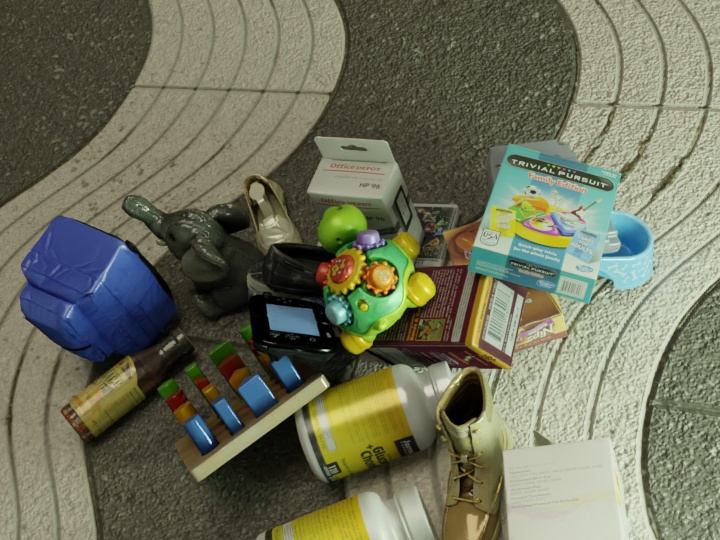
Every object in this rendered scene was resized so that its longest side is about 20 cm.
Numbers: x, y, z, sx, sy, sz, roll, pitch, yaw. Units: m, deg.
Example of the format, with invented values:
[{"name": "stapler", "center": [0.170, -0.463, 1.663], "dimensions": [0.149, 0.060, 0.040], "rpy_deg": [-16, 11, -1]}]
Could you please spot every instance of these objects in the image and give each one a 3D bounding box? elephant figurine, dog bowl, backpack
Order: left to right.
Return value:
[{"name": "backpack", "center": [-0.374, 0.041, 1.751], "dimensions": [0.162, 0.200, 0.168], "rpy_deg": [27, 75, 32]}, {"name": "elephant figurine", "center": [-0.218, -0.034, 1.749], "dimensions": [0.155, 0.200, 0.142], "rpy_deg": [-28, 48, -4]}, {"name": "dog bowl", "center": [0.292, -0.031, 1.619], "dimensions": [0.199, 0.050, 0.112], "rpy_deg": [0, 47, -7]}]

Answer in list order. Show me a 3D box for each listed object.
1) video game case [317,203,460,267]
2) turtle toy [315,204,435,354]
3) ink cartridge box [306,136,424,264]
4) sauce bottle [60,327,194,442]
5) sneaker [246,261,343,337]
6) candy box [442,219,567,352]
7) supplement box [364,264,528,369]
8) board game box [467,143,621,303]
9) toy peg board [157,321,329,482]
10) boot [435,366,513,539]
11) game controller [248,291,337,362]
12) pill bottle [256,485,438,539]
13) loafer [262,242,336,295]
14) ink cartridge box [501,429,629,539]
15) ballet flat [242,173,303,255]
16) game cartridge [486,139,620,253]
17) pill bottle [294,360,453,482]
[{"name": "video game case", "center": [0.028, -0.022, 1.770], "dimensions": [0.199, 0.023, 0.182], "rpy_deg": [3, 54, 23]}, {"name": "turtle toy", "center": [0.000, 0.000, 1.574], "dimensions": [0.146, 0.101, 0.200], "rpy_deg": [-40, 43, 21]}, {"name": "ink cartridge box", "center": [0.004, -0.090, 1.684], "dimensions": [0.116, 0.200, 0.068], "rpy_deg": [6, 55, 25]}, {"name": "sauce bottle", "center": [-0.323, 0.156, 1.727], "dimensions": [0.200, 0.066, 0.066], "rpy_deg": [-40, 50, -14]}, {"name": "sneaker", "center": [-0.067, 0.059, 1.712], "dimensions": [0.200, 0.085, 0.077], "rpy_deg": [24, 36, 11]}, {"name": "candy box", "center": [0.192, 0.016, 1.657], "dimensions": [0.116, 0.057, 0.200], "rpy_deg": [-18, 50, 4]}, {"name": "supplement box", "center": [0.102, 0.061, 1.578], "dimensions": [0.200, 0.086, 0.111], "rpy_deg": [-3, 64, 44]}, {"name": "board game box", "center": [0.230, -0.063, 1.527], "dimensions": [0.151, 0.047, 0.200], "rpy_deg": [16, 47, 8]}, {"name": "toy peg board", "center": [-0.165, 0.155, 1.577], "dimensions": [0.200, 0.098, 0.199], "rpy_deg": [-36, 10, -10]}, {"name": "boot", "center": [0.124, 0.230, 1.440], "dimensions": [0.073, 0.156, 0.200], "rpy_deg": [6, 55, 24]}, {"name": "game controller", "center": [-0.087, 0.070, 1.559], "dimensions": [0.104, 0.042, 0.200], "rpy_deg": [-1, 16, -7]}, {"name": "pill bottle", "center": [-0.013, 0.325, 1.443], "dimensions": [0.200, 0.111, 0.111], "rpy_deg": [-23, 48, 2]}, {"name": "loafer", "center": [-0.032, -0.003, 1.672], "dimensions": [0.200, 0.071, 0.068], "rpy_deg": [4, 40, -14]}, {"name": "ink cartridge box", "center": [0.232, 0.286, 1.373], "dimensions": [0.125, 0.129, 0.200], "rpy_deg": [-9, 51, 13]}, {"name": "ballet flat", "center": [-0.134, -0.072, 1.841], "dimensions": [0.069, 0.070, 0.200], "rpy_deg": [-24, 49, 0]}, {"name": "game cartridge", "center": [0.242, -0.091, 1.613], "dimensions": [0.133, 0.041, 0.200], "rpy_deg": [-5, 47, -15]}, {"name": "pill bottle", "center": [0.026, 0.183, 1.543], "dimensions": [0.199, 0.112, 0.112], "rpy_deg": [-20, 48, 5]}]
